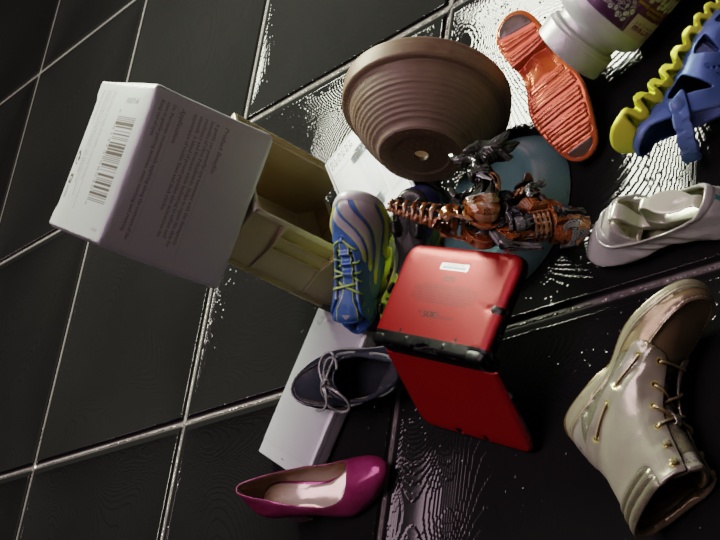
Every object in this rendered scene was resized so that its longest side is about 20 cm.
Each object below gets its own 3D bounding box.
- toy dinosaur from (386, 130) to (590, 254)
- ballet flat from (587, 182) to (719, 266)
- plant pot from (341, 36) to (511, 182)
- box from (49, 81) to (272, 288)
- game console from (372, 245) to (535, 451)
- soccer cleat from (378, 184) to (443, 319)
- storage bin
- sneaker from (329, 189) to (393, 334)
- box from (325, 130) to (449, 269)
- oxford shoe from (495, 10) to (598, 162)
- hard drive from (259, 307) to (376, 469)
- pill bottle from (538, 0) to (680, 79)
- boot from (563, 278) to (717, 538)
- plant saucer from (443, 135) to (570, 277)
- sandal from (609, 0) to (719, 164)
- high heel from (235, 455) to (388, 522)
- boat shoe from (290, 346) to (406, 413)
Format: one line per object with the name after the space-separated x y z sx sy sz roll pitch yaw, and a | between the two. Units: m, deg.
0.135 -0.068 1.424 0.136 0.199 0.102 -89 22 -51 | toy dinosaur
0.282 -0.052 1.338 0.199 0.069 0.070 -13 59 52 | ballet flat
0.074 -0.168 1.585 0.200 0.200 0.093 -31 42 42 | plant pot
-0.245 -0.108 1.677 0.200 0.171 0.200 17 86 60 | box
0.117 0.077 1.455 0.199 0.118 0.173 8 71 56 | game console
0.069 0.000 1.615 0.064 0.083 0.202 12 103 33 | soccer cleat
-0.097 -0.073 1.779 0.094 0.198 0.201 -47 37 24 | storage bin
0.000 0.000 1.618 0.075 0.201 0.106 2 52 10 | sneaker
0.030 -0.109 1.748 0.117 0.060 0.201 -50 35 23 | box
0.222 -0.202 1.533 0.071 0.073 0.201 -32 61 23 | oxford shoe
-0.054 0.156 1.728 0.132 0.026 0.201 20 87 58 | hard drive
0.284 -0.305 1.457 0.200 0.112 0.113 -50 35 23 | pill bottle
0.275 0.122 1.227 0.201 0.072 0.155 -57 32 22 | boot
0.155 -0.068 1.562 0.200 0.036 0.201 -33 45 41 | plant saucer
0.337 -0.183 1.351 0.087 0.079 0.201 38 98 25 | sandal
-0.056 0.248 1.605 0.199 0.096 0.068 -24 50 47 | high heel
-0.013 0.129 1.617 0.199 0.062 0.076 -9 89 39 | boat shoe
